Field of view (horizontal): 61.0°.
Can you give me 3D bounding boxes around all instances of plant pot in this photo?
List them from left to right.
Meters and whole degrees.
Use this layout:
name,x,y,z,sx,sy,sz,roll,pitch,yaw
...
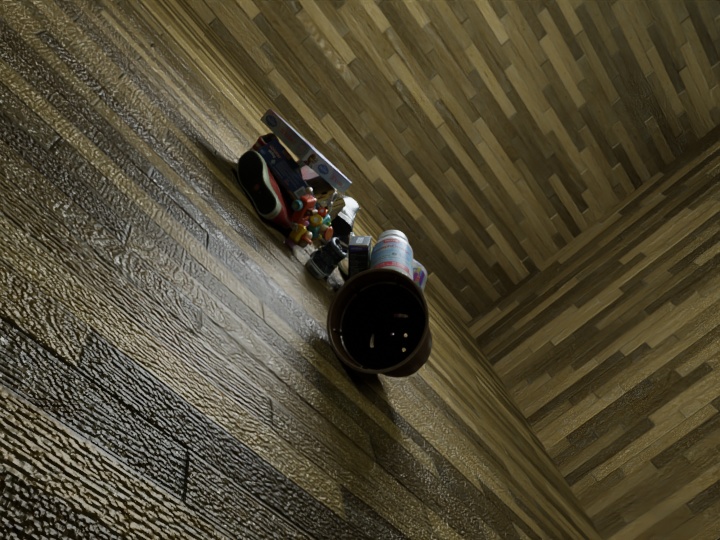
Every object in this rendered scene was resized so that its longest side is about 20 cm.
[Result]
name,x,y,z,sx,sy,sz,roll,pitch,yaw
plant pot,0.056,0.125,1.225,0.201,0.199,0.198,55,2,26

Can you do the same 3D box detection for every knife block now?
name,x,y,z,sx,sy,sz,roll,pitch,yaw
knife block,-0.103,-0.149,1.615,0.200,0.063,0.177,48,-28,45

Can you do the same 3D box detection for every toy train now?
name,x,y,z,sx,sy,sz,roll,pitch,yaw
toy train,-0.100,-0.116,1.397,0.055,0.151,0.200,34,21,16

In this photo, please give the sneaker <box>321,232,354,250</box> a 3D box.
name,x,y,z,sx,sy,sz,roll,pitch,yaw
sneaker,-0.085,-0.120,1.810,0.200,0.079,0.079,38,17,-52

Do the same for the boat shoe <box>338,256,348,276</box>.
name,x,y,z,sx,sy,sz,roll,pitch,yaw
boat shoe,-0.020,-0.020,1.776,0.071,0.064,0.200,48,9,-18

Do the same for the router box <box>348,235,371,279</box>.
name,x,y,z,sx,sy,sz,roll,pitch,yaw
router box,0.000,0.000,1.563,0.200,0.052,0.159,-72,162,-79

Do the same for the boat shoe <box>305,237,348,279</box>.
name,x,y,z,sx,sy,sz,roll,pitch,yaw
boat shoe,-0.071,-0.035,1.492,0.071,0.091,0.200,50,9,-6

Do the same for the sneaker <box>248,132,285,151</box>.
name,x,y,z,sx,sy,sz,roll,pitch,yaw
sneaker,-0.206,-0.280,1.567,0.199,0.113,0.071,10,33,-52

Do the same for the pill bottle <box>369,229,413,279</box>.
name,x,y,z,sx,sy,sz,roll,pitch,yaw
pill bottle,0.076,-0.013,1.501,0.109,0.108,0.201,47,26,-25

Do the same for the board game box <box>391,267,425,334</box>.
name,x,y,z,sx,sy,sz,roll,pitch,yaw
board game box,0.086,0.068,1.542,0.039,0.202,0.158,32,-26,-20

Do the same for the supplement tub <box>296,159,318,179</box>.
name,x,y,z,sx,sy,sz,roll,pitch,yaw
supplement tub,-0.147,-0.271,1.898,0.140,0.140,0.200,47,10,-22

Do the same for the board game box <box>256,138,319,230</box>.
name,x,y,z,sx,sy,sz,roll,pitch,yaw
board game box,-0.162,-0.189,1.513,0.200,0.061,0.200,51,-13,20

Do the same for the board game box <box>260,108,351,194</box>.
name,x,y,z,sx,sy,sz,roll,pitch,yaw
board game box,-0.136,-0.299,1.542,0.200,0.041,0.200,46,7,32

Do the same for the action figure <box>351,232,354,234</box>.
name,x,y,z,sx,sy,sz,roll,pitch,yaw
action figure,-0.100,-0.162,1.956,0.147,0.135,0.200,-8,30,-29

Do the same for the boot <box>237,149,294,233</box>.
name,x,y,z,sx,sy,sz,roll,pitch,yaw
boot,-0.213,-0.181,1.445,0.201,0.072,0.144,64,12,25

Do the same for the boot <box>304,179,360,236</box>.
name,x,y,z,sx,sy,sz,roll,pitch,yaw
boot,-0.090,-0.205,1.776,0.200,0.077,0.139,47,34,-18

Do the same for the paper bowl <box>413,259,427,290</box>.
name,x,y,z,sx,sy,sz,roll,pitch,yaw
paper bowl,0.094,0.034,1.832,0.198,0.105,0.201,16,-22,7

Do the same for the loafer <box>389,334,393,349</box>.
name,x,y,z,sx,sy,sz,roll,pitch,yaw
loafer,0.086,0.148,1.616,0.073,0.071,0.200,48,9,-19
